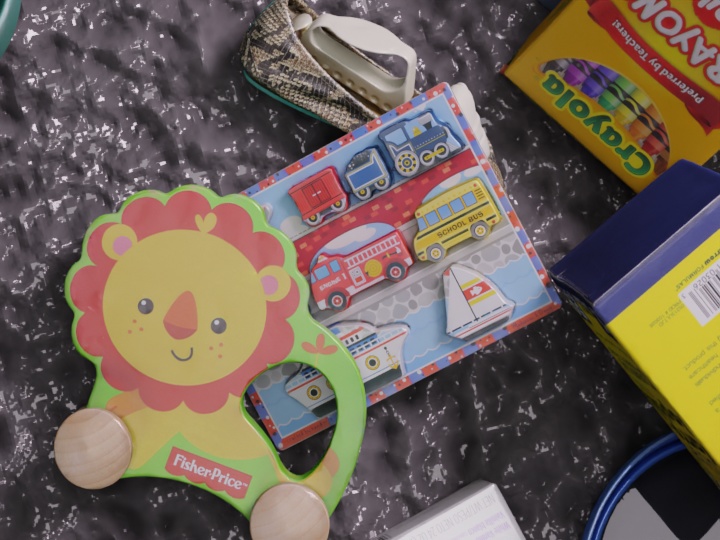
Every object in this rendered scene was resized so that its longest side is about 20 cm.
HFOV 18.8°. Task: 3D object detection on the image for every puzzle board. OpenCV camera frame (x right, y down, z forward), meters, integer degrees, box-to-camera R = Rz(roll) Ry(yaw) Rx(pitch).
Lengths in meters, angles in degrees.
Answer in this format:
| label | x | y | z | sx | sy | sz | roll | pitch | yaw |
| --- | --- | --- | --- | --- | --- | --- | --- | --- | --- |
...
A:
| label | x | y | z | sx | sy | sz | roll | pitch | yaw |
| --- | --- | --- | --- | --- | --- | --- | --- | --- | --- |
| puzzle board | 0.000 | 0.000 | 1.306 | 0.199 | 0.017 | 0.151 | -28 | 93 | 14 |

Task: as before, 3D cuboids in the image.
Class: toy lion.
| label | x | y | z | sx | sy | sz | roll | pitch | yaw |
| --- | --- | --- | --- | --- | --- | --- | --- | --- | --- |
| toy lion | -0.085 | 0.053 | 1.292 | 0.199 | 0.069 | 0.193 | 22 | 91 | -1 |

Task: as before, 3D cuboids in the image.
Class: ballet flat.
| label | x | y | z | sx | sy | sz | roll | pitch | yaw |
| --- | --- | --- | --- | --- | --- | --- | --- | --- | --- |
| ballet flat | 0.020 | -0.100 | 1.320 | 0.199 | 0.068 | 0.075 | 34 | 125 | -2 |

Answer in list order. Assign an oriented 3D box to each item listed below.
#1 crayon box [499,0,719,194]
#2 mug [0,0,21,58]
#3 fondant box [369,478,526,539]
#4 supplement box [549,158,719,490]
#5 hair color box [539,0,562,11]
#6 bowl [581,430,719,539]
| label | x | y | z | sx | sy | sz | roll | pitch | yaw |
| --- | --- | --- | --- | --- | --- | --- | --- | --- | --- |
| crayon box | 0.175 | -0.125 | 1.289 | 0.127 | 0.200 | 0.051 | 40 | 43 | -4 |
| mug | -0.277 | -0.184 | 1.274 | 0.151 | 0.114 | 0.186 | -11 | 87 | -7 |
| fondant box | 0.062 | 0.248 | 1.318 | 0.144 | 0.058 | 0.201 | -28 | 91 | -7 |
| supplement box | 0.219 | 0.050 | 1.260 | 0.109 | 0.109 | 0.200 | -40 | 103 | 0 |
| hair color box | 0.213 | -0.219 | 1.361 | 0.099 | 0.061 | 0.200 | 39 | 84 | -3 |
| bowl | 0.229 | 0.192 | 1.350 | 0.199 | 0.039 | 0.202 | 0 | 87 | -7 |
